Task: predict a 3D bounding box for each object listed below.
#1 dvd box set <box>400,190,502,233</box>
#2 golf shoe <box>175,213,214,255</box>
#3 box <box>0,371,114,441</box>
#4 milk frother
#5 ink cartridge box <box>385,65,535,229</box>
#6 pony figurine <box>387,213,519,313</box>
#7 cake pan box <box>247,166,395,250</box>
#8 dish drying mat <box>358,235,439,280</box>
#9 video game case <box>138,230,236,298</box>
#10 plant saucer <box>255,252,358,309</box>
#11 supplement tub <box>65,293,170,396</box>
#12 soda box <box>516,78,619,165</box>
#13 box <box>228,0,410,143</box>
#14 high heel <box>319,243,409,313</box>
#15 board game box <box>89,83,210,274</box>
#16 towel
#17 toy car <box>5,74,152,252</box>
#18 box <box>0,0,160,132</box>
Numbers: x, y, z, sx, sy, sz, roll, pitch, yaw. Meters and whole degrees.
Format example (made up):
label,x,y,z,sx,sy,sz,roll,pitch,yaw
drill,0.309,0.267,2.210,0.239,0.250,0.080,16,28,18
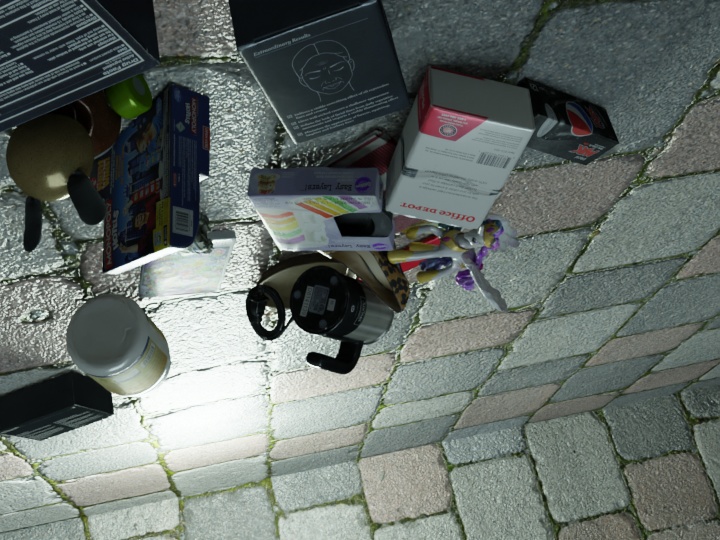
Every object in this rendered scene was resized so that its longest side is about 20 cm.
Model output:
label,x,y,z,sx,sy,sz,roll,pitch,yaw
dvd box set,0.115,-0.108,1.437,0.198,0.030,0.146,1,152,-30
golf shoe,-0.286,-0.065,1.253,0.096,0.079,0.200,-12,156,7
box,-0.647,0.290,1.839,0.198,0.080,0.141,-20,159,14
milk frother,-0.076,0.072,1.564,0.182,0.199,0.188,-60,151,4
ink cartridge box,0.128,-0.160,1.177,0.143,0.085,0.201,10,140,-11
pony figurine,0.173,-0.026,1.455,0.198,0.168,0.193,-9,154,32
cake pan box,-0.049,-0.088,1.292,0.197,0.053,0.184,1,158,10
dish drying mat,0.087,-0.020,1.634,0.198,0.018,0.077,-23,154,21
video game case,-0.292,-0.008,1.446,0.142,0.018,0.200,-4,154,-20
plant saucer,-0.101,0.018,1.601,0.198,0.030,0.201,-13,157,-5
supplement tub,-0.422,0.140,1.545,0.143,0.146,0.200,-13,156,-1
soda box,0.286,-0.212,1.260,0.198,0.064,0.071,7,149,-41
box,-0.042,-0.247,0.939,0.147,0.108,0.200,-16,157,7
high heel,0.000,0.000,1.470,0.198,0.144,0.071,6,151,-38
board game box,-0.270,-0.100,1.086,0.061,0.203,0.199,12,160,-43
towel,0.034,-0.128,1.309,0.143,0.023,0.199,-27,138,30
toy car,-0.321,-0.123,0.940,0.163,0.202,0.158,-22,156,19
box,-0.317,-0.244,0.768,0.198,0.125,0.198,-18,155,13
